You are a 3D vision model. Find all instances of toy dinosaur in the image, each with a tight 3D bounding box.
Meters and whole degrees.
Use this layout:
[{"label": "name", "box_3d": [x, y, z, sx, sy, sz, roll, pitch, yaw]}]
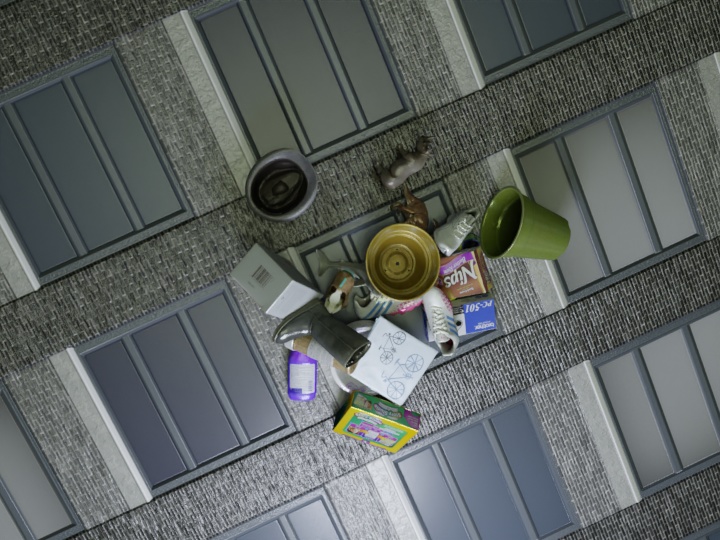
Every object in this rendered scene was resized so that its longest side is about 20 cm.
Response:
[{"label": "toy dinosaur", "box_3d": [0.162, -0.140, 1.612, 0.134, 0.086, 0.202, -10, 85, -12]}]

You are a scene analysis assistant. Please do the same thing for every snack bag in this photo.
[{"label": "snack bag", "box_3d": [0.078, 0.244, 1.573, 0.199, 0.021, 0.189, 32, 97, -12]}]

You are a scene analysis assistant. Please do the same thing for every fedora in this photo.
[{"label": "fedora", "box_3d": [-0.206, -0.224, 1.559, 0.200, 0.090, 0.177, -44, 97, 8]}]

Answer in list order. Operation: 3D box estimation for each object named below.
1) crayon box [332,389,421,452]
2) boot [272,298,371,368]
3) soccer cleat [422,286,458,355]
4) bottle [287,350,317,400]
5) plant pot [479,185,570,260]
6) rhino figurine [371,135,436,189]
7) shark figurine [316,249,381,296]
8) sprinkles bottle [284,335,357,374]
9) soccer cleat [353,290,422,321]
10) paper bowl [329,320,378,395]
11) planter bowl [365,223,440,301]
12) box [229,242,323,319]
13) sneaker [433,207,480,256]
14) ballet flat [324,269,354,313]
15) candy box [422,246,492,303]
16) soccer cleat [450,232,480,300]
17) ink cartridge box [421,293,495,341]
[{"label": "crayon box", "box_3d": [0.042, 0.421, 1.632, 0.198, 0.059, 0.173, 21, 138, -8]}, {"label": "boot", "box_3d": [-0.099, 0.178, 1.482, 0.181, 0.073, 0.200, -38, 66, -19]}, {"label": "soccer cleat", "box_3d": [0.216, 0.137, 1.572, 0.069, 0.087, 0.201, -13, 116, 25]}, {"label": "bottle", "box_3d": [-0.161, 0.258, 1.638, 0.083, 0.065, 0.202, 0, 97, -6]}, {"label": "plant pot", "box_3d": [0.458, -0.108, 1.602, 0.188, 0.200, 0.202, 13, 96, -20]}, {"label": "rhino figurine", "box_3d": [0.126, -0.293, 1.579, 0.199, 0.060, 0.088, -38, 63, 3]}, {"label": "shark figurine", "box_3d": [-0.010, -0.011, 1.607, 0.213, 0.128, 0.090, 24, 118, 18]}, {"label": "sprinkles bottle", "box_3d": [-0.101, 0.204, 1.538, 0.199, 0.068, 0.069, 20, 96, 20]}, {"label": "soccer cleat", "box_3d": [0.075, 0.080, 1.614, 0.198, 0.070, 0.087, -19, 116, 12]}, {"label": "paper bowl", "box_3d": [0.011, 0.236, 1.628, 0.198, 0.104, 0.203, -1, 101, -5]}, {"label": "planter bowl", "box_3d": [0.105, -0.020, 1.556, 0.198, 0.083, 0.203, 0, 88, -8]}, {"label": "box", "box_3d": [-0.211, 0.038, 1.515, 0.152, 0.200, 0.107, 42, 92, 23]}, {"label": "sneaker", "box_3d": [0.257, -0.112, 1.564, 0.075, 0.200, 0.087, 47, 133, -11]}, {"label": "ballet flat", "box_3d": [-0.063, 0.071, 1.559, 0.067, 0.200, 0.073, 31, 60, 1]}, {"label": "candy box", "box_3d": [0.244, 0.014, 1.593, 0.199, 0.056, 0.118, -12, 100, 38]}, {"label": "soccer cleat", "box_3d": [0.275, -0.008, 1.632, 0.064, 0.084, 0.202, 18, 101, -9]}, {"label": "ink cartridge box", "box_3d": [0.278, 0.133, 1.666, 0.198, 0.044, 0.095, -10, 110, -4]}]
